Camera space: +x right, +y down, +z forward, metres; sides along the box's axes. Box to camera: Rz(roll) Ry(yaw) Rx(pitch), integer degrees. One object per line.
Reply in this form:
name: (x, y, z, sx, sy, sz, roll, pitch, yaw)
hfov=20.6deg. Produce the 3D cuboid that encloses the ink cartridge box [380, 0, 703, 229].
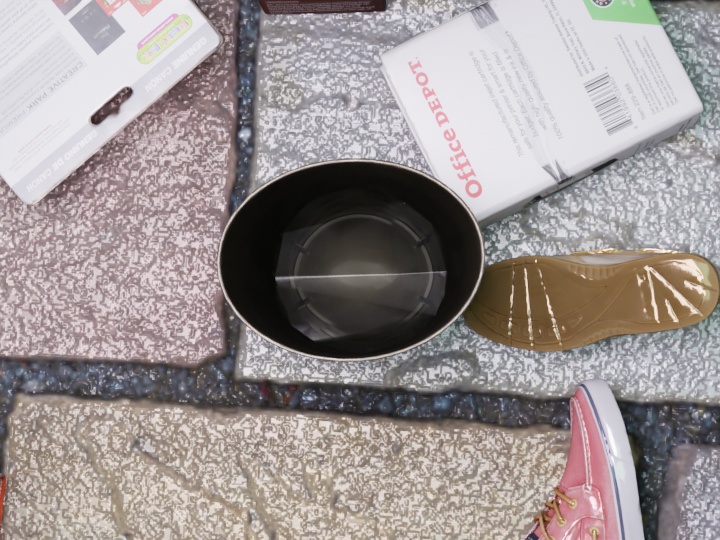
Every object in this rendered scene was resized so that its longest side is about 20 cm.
ink cartridge box: (0.132, -0.134, 1.484, 0.200, 0.084, 0.146, -26, 84, 1)

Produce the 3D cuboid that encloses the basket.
basket: (0.000, 0.000, 1.421, 0.180, 0.200, 0.136, -3, 86, 4)

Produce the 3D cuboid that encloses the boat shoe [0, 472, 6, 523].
boat shoe: (-0.285, 0.243, 1.479, 0.062, 0.071, 0.201, 10, 90, 15)

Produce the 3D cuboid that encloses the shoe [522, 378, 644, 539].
shoe: (0.157, 0.184, 1.461, 0.091, 0.071, 0.201, -9, 89, -3)

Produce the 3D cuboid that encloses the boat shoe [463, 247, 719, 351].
boat shoe: (0.175, 0.021, 1.477, 0.199, 0.069, 0.074, -2, 92, 24)

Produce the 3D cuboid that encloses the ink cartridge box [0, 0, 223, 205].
ink cartridge box: (-0.225, -0.169, 1.506, 0.200, 0.084, 0.176, -40, 84, 0)

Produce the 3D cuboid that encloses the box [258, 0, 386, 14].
box: (-0.035, -0.244, 1.444, 0.100, 0.200, 0.075, -1, 85, 3)
